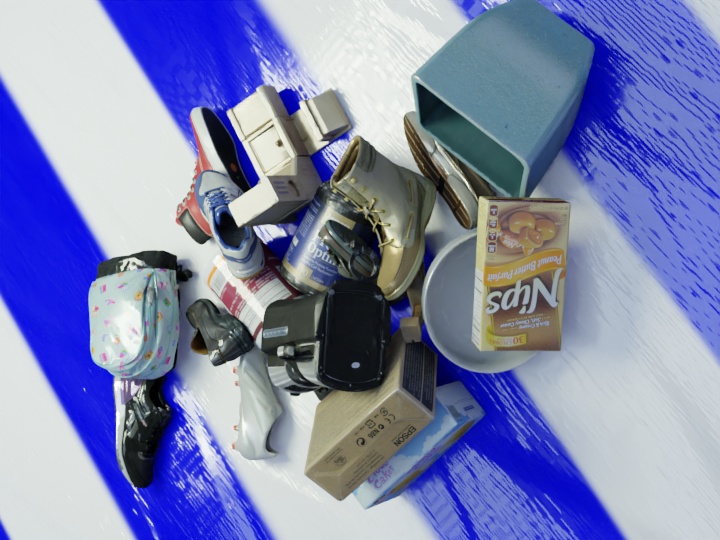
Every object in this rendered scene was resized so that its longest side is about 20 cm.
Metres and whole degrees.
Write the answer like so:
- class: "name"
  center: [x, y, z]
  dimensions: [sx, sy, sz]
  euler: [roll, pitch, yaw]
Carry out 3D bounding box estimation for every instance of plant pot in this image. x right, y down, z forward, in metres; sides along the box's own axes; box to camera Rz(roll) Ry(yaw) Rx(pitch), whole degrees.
- class: "plant pot"
  center: [0.207, -0.242, 1.565]
  dimensions: [0.196, 0.196, 0.200]
  euler: [39, 83, 12]

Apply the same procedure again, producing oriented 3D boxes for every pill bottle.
- class: "pill bottle"
  center: [-0.142, 0.049, 1.801]
  dimensions: [0.200, 0.114, 0.114]
  euler: [48, 111, 18]
- class: "pill bottle"
  center: [-0.032, -0.063, 1.742]
  dimensions: [0.111, 0.112, 0.202]
  euler: [34, 106, 22]

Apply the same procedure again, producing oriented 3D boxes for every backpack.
- class: "backpack"
  center: [-0.368, 0.077, 1.902]
  dimensions: [0.165, 0.126, 0.203]
  euler: [-13, 73, 32]

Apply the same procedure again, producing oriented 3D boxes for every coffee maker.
- class: "coffee maker"
  center: [-0.044, 0.077, 1.635]
  dimensions: [0.199, 0.134, 0.194]
  euler: [-10, 51, 62]

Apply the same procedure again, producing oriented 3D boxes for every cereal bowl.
- class: "cereal bowl"
  center: [0.178, 0.036, 1.631]
  dimensions: [0.197, 0.083, 0.203]
  euler: [-1, 101, -6]

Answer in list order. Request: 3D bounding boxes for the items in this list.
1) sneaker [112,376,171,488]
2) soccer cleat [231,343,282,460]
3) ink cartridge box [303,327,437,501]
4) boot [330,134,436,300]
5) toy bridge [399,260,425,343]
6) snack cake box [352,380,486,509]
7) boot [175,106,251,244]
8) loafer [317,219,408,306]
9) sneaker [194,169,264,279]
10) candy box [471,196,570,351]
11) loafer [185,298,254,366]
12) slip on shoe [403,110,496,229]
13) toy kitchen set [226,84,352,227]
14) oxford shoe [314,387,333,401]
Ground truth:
- class: "sneaker"
  center: [-0.357, 0.261, 1.944]
  dimensions: [0.086, 0.076, 0.203]
  euler: [-8, 88, 21]
- class: "soccer cleat"
  center: [-0.159, 0.199, 1.847]
  dimensions: [0.076, 0.069, 0.203]
  euler: [3, 94, 12]
- class: "ink cartridge box"
  center: [0.016, 0.197, 1.627]
  dimensions: [0.075, 0.165, 0.200]
  euler: [39, 116, -14]
- class: "boot"
  center: [0.022, -0.074, 1.625]
  dimensions: [0.072, 0.155, 0.202]
  euler: [-17, 49, 50]
- class: "toy bridge"
  center: [0.079, 0.025, 1.672]
  dimensions: [0.027, 0.068, 0.202]
  euler: [-7, 45, 12]
- class: "snack cake box"
  center: [0.076, 0.253, 1.693]
  dimensions: [0.200, 0.115, 0.067]
  euler: [-46, 72, 21]
- class: "boot"
  center: [-0.262, -0.151, 1.885]
  dimensions: [0.143, 0.072, 0.202]
  euler: [-25, 84, 27]
- class: "loafer"
  center: [0.000, 0.000, 1.683]
  dimensions: [0.063, 0.199, 0.072]
  euler: [-40, 43, 15]
- class: "sneaker"
  center: [-0.198, -0.087, 1.754]
  dimensions: [0.075, 0.088, 0.201]
  euler: [-27, 62, -6]
- class: "candy box"
  center: [0.213, 0.004, 1.558]
  dimensions: [0.114, 0.055, 0.203]
  euler: [1, 100, -7]
- class: "loafer"
  center: [-0.240, 0.097, 1.831]
  dimensions: [0.073, 0.072, 0.199]
  euler: [60, 162, -22]
- class: "slip on shoe"
  center: [0.131, -0.153, 1.688]
  dimensions: [0.060, 0.076, 0.201]
  euler: [-26, 66, -15]
- class: "toy kitchen set"
  center: [-0.121, -0.194, 1.745]
  dimensions: [0.162, 0.180, 0.202]
  euler: [-31, 82, 23]
- class: "oxford shoe"
  center: [0.034, 0.176, 1.750]
  dimensions: [0.198, 0.073, 0.085]
  euler: [-20, 106, 24]
